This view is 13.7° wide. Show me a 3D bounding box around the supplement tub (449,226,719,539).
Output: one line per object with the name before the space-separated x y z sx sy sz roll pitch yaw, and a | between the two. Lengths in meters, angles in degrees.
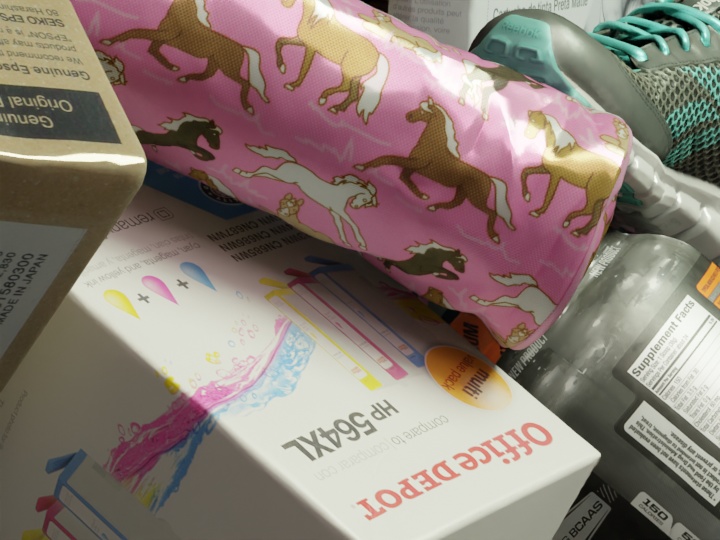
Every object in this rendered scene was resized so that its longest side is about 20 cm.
supplement tub | 0.115 0.073 1.016 0.200 0.123 0.123 40 34 3

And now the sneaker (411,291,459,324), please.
sneaker | 0.000 0.000 1.110 0.070 0.082 0.200 43 34 8

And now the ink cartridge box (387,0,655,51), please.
ink cartridge box | 0.066 -0.107 1.109 0.040 0.201 0.199 8 13 25

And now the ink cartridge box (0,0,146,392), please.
ink cartridge box | -0.179 0.008 0.833 0.164 0.200 0.075 3 47 -39

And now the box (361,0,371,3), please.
box | -0.063 -0.178 1.141 0.199 0.104 0.182 13 17 13

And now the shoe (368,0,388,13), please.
shoe | 0.055 -0.072 1.221 0.200 0.091 0.072 8 87 -31

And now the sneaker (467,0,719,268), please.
sneaker | 0.099 -0.064 1.037 0.077 0.091 0.200 20 -5 31

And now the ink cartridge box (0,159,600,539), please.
ink cartridge box | -0.034 0.072 0.930 0.200 0.125 0.128 39 32 21

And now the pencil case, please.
pencil case | -0.014 -0.047 0.919 0.200 0.083 0.087 24 8 -5
